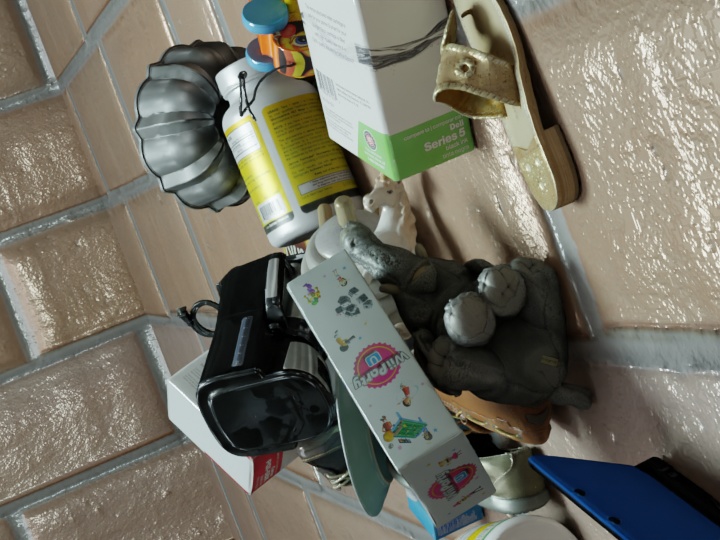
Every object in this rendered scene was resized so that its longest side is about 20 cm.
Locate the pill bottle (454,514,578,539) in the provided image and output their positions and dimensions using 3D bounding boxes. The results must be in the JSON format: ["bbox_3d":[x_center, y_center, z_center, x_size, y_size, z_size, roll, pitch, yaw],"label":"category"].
[{"bbox_3d":[0.142,0.304,1.455,0.113,0.113,0.200,66,163,7],"label":"pill bottle"}]

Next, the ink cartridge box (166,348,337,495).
[{"bbox_3d":[-0.100,0.136,1.688,0.147,0.200,0.083,40,147,24],"label":"ink cartridge box"}]

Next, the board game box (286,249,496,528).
[{"bbox_3d":[0.025,0.100,1.236,0.200,0.064,0.148,58,178,31],"label":"board game box"}]

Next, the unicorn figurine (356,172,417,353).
[{"bbox_3d":[0.035,0.000,1.394,0.200,0.137,0.074,45,161,-6],"label":"unicorn figurine"}]

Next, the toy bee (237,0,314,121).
[{"bbox_3d":[-0.066,-0.230,1.494,0.131,0.109,0.200,90,179,-69],"label":"toy bee"}]

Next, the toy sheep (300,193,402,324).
[{"bbox_3d":[0.000,0.000,1.493,0.138,0.138,0.200,49,166,47],"label":"toy sheep"}]

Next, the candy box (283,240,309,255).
[{"bbox_3d":[-0.048,-0.009,1.757,0.117,0.056,0.200,44,150,55],"label":"candy box"}]

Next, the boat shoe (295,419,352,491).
[{"bbox_3d":[-0.012,0.201,1.624,0.200,0.074,0.073,7,-116,-69],"label":"boat shoe"}]

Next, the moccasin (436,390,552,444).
[{"bbox_3d":[0.120,0.124,1.386,0.201,0.074,0.078,6,109,61],"label":"moccasin"}]

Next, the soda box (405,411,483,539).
[{"bbox_3d":[0.079,0.190,1.594,0.068,0.064,0.200,45,151,53],"label":"soda box"}]

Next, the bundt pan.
[{"bbox_3d":[-0.155,-0.170,1.679,0.076,0.202,0.202,-6,106,49],"label":"bundt pan"}]

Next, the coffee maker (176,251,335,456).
[{"bbox_3d":[-0.109,0.096,1.572,0.135,0.192,0.200,43,-149,-24],"label":"coffee maker"}]

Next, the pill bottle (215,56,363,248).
[{"bbox_3d":[-0.081,-0.135,1.603,0.200,0.112,0.112,68,164,3],"label":"pill bottle"}]

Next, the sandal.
[{"bbox_3d":[0.092,-0.137,1.130,0.212,0.070,0.078,66,163,9],"label":"sandal"}]

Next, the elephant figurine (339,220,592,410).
[{"bbox_3d":[0.086,0.037,1.274,0.200,0.141,0.155,18,114,61],"label":"elephant figurine"}]

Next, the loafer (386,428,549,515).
[{"bbox_3d":[0.105,0.186,1.461,0.200,0.075,0.070,7,106,45],"label":"loafer"}]

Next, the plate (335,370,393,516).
[{"bbox_3d":[0.011,0.160,1.562,0.200,0.026,0.200,-8,-90,-78],"label":"plate"}]

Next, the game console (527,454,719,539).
[{"bbox_3d":[0.228,0.222,1.070,0.200,0.118,0.171,38,146,60],"label":"game console"}]

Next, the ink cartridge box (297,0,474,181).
[{"bbox_3d":[0.014,-0.198,1.270,0.146,0.084,0.200,40,148,57],"label":"ink cartridge box"}]
